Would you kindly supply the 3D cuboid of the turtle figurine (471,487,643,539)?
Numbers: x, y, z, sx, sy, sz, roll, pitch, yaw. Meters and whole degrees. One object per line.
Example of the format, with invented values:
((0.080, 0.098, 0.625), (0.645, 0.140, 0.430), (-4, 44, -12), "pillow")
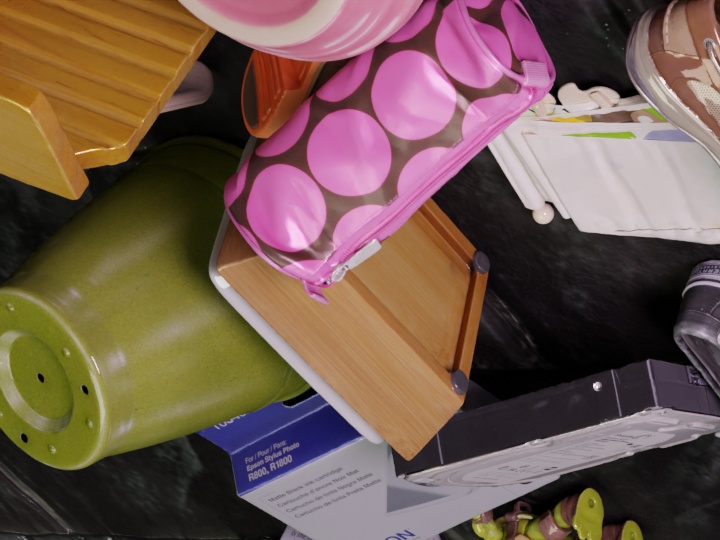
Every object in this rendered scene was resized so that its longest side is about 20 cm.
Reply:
((0.142, 0.221, 1.693), (0.161, 0.064, 0.200), (-18, 119, 42), "turtle figurine")

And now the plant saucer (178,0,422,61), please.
((-0.053, -0.198, 1.157), (0.200, 0.051, 0.201), (21, 132, 25), "plant saucer")

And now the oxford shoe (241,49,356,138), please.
((-0.001, -0.145, 1.266), (0.073, 0.071, 0.200), (4, 152, -27), "oxford shoe")

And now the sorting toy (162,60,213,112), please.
((-0.203, -0.136, 1.331), (0.185, 0.200, 0.037), (21, 109, 12), "sorting toy")

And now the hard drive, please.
((0.139, 0.105, 1.433), (0.200, 0.038, 0.140), (-19, 163, 30), "hard drive")

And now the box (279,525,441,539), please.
((-0.011, 0.301, 1.801), (0.105, 0.200, 0.184), (14, 147, 25), "box")

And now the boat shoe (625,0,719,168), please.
((0.232, -0.076, 1.156), (0.200, 0.076, 0.072), (36, 147, -17), "boat shoe")

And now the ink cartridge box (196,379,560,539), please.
((0.011, 0.134, 1.582), (0.199, 0.041, 0.200), (-29, 133, 30), "ink cartridge box")

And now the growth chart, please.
((0.162, -0.062, 1.287), (0.200, 0.018, 0.145), (9, 145, 30), "growth chart")

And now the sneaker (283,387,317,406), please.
((-0.012, 0.069, 1.589), (0.112, 0.073, 0.200), (18, 154, 5), "sneaker")

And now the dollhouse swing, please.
((-0.185, -0.189, 1.197), (0.182, 0.200, 0.176), (20, 141, 12), "dollhouse swing")

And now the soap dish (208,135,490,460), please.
((0.000, 0.000, 1.389), (0.081, 0.157, 0.200), (-22, 126, 33), "soap dish")

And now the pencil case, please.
((0.020, -0.075, 1.220), (0.200, 0.094, 0.091), (-43, 143, 23), "pencil case")

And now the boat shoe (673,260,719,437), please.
((0.263, 0.081, 1.375), (0.074, 0.068, 0.199), (-2, 139, 41), "boat shoe")

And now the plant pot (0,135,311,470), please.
((-0.151, 0.035, 1.444), (0.200, 0.193, 0.201), (20, 124, 33), "plant pot")
